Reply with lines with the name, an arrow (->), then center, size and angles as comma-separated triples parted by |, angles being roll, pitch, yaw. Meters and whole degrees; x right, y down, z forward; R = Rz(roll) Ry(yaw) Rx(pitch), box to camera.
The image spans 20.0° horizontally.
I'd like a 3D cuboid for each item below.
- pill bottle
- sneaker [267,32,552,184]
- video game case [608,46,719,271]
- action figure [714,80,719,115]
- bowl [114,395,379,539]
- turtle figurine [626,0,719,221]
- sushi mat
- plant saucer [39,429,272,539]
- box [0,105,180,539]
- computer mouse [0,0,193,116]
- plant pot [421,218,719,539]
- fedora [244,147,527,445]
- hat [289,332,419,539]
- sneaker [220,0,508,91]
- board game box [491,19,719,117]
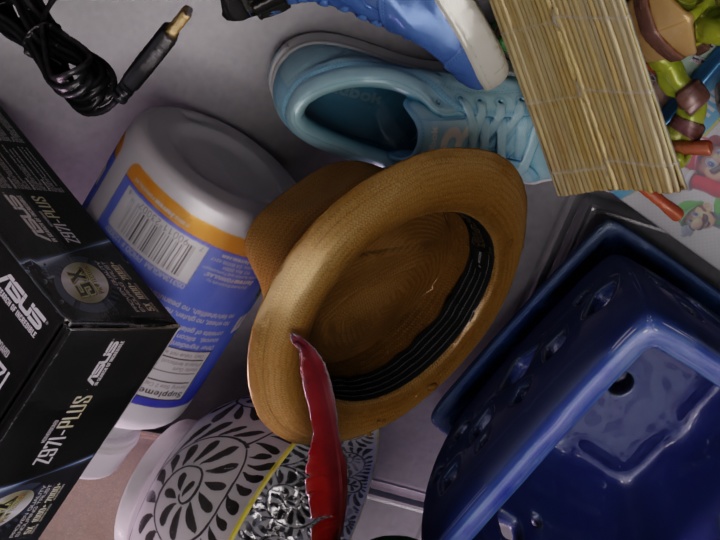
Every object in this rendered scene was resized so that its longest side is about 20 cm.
pill bottle -> -0.124, 0.018, 1.150 | 0.112, 0.112, 0.200 | 26, 115, -16
sneaker -> 0.046, -0.075, 1.126 | 0.199, 0.082, 0.074 | 7, 119, -7
video game case -> 0.258, -0.048, 1.158 | 0.200, 0.018, 0.143 | 34, 112, -19
action figure -> 0.259, -0.113, 1.078 | 0.129, 0.069, 0.201 | -3, 119, -13
bowl -> -0.079, 0.145, 1.175 | 0.094, 0.201, 0.202 | 26, 119, 20
turtle figurine -> 0.168, -0.124, 1.057 | 0.064, 0.161, 0.201 | -35, 105, -33
sushi mat -> 0.106, -0.129, 1.060 | 0.012, 0.095, 0.201 | -33, 112, -31
plant saucer -> -0.150, 0.177, 1.281 | 0.199, 0.032, 0.201 | -2, 119, -3
box -> -0.216, 0.024, 1.096 | 0.086, 0.200, 0.164 | 2, 130, -54
computer mouse -> -0.115, -0.177, 1.022 | 0.200, 0.141, 0.046 | -47, 143, 13
plant pot -> 0.160, 0.100, 1.173 | 0.200, 0.180, 0.200 | 33, 112, -19
fedora -> 0.000, 0.000, 1.083 | 0.200, 0.082, 0.201 | -32, 143, -28
hat -> 0.024, 0.147, 1.081 | 0.165, 0.200, 0.177 | 18, 87, 5
sneaker -> -0.015, -0.154, 1.080 | 0.111, 0.077, 0.200 | -37, 110, 9
board game box -> 0.189, -0.148, 1.126 | 0.199, 0.029, 0.135 | 21, 116, -14
